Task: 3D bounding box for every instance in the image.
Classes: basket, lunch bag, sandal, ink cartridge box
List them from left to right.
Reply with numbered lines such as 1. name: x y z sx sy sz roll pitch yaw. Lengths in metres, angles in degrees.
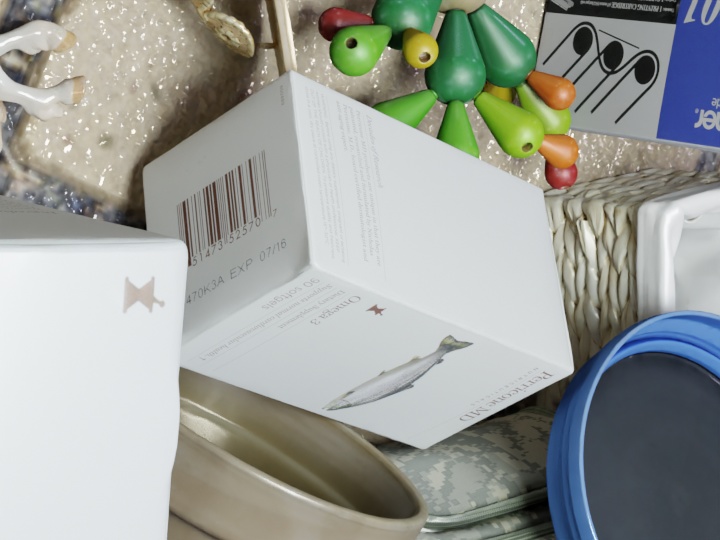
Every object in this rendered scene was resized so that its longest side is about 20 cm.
1. sandal: -0.079 -0.178 1.217 0.069 0.078 0.213 -9 99 -5
2. lunch bag: 0.066 0.165 1.332 0.199 0.168 0.140 -12 142 -38
3. basket: 0.187 0.039 1.424 0.135 0.123 0.201 -12 107 -37
4. ink cartridge box: 0.182 -0.118 1.338 0.044 0.200 0.094 8 94 -39

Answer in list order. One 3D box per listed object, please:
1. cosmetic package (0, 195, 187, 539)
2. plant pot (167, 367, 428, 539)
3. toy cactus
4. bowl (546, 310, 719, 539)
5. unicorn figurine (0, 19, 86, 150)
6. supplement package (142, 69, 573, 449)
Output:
1. cosmetic package: -0.202 0.054 1.061 0.166 0.200 0.168 -1 98 -39
2. plant pot: -0.093 0.145 1.195 0.200 0.200 0.174 23 102 -39
3. toy cactus: 0.049 -0.127 1.317 0.199 0.102 0.166 11 73 -37
4. bowl: 0.183 0.123 1.290 0.200 0.039 0.202 13 68 -33
5. unicorn figurine: -0.176 -0.159 1.120 0.137 0.074 0.201 17 93 -29
6. supplement package: 0.000 0.000 1.237 0.200 0.117 0.118 22 49 -42
